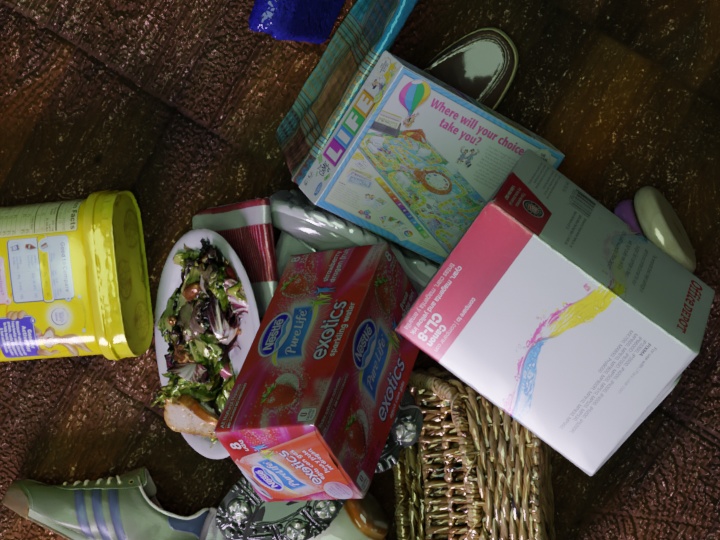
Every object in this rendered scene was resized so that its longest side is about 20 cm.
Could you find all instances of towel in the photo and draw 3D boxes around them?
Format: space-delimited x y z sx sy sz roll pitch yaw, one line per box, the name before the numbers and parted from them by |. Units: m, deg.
towel | -0.032 -0.291 1.577 0.049 0.148 0.201 25 101 16
towel | -0.011 -0.176 1.590 0.022 0.147 0.201 28 103 -17
towel | -0.104 0.042 1.635 0.023 0.144 0.201 -6 90 -28

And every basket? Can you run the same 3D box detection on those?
basket | 0.089 0.188 1.614 0.148 0.143 0.201 -2 96 10

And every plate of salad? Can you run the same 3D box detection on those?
plate of salad | -0.142 0.064 1.632 0.048 0.200 0.201 -4 98 -31

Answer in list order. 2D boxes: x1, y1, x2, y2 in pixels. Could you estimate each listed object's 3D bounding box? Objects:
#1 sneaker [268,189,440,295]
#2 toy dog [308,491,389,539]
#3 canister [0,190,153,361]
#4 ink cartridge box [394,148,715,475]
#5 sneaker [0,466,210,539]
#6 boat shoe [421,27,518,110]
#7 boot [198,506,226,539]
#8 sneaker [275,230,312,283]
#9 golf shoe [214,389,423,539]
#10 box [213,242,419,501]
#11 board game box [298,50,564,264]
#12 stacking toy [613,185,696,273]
sneaker | 0.000 0.000 1.621 0.199 0.075 0.082 29 104 -13
toy dog | -0.037 0.285 1.634 0.139 0.194 0.201 -13 56 37
canister | -0.298 0.010 1.692 0.199 0.087 0.149 -4 96 12
ink cartridge box | 0.160 0.033 1.510 0.200 0.145 0.145 37 115 2
sneaker | -0.223 0.217 1.720 0.199 0.067 0.090 24 82 14
boat shoe | 0.053 -0.131 1.617 0.200 0.072 0.072 -38 89 12
boot | -0.124 0.327 1.695 0.072 0.182 0.201 8 71 21
sneaker | -0.074 0.043 1.669 0.088 0.075 0.201 3 84 50
golf shoe | -0.034 0.170 1.608 0.200 0.088 0.077 -34 97 -2
box | -0.028 0.082 1.533 0.099 0.201 0.096 -7 133 31
board game box | 0.063 -0.083 1.577 0.200 0.034 0.135 25 104 -38
stacking toy | 0.183 0.009 1.614 0.199 0.085 0.086 -30 91 18
